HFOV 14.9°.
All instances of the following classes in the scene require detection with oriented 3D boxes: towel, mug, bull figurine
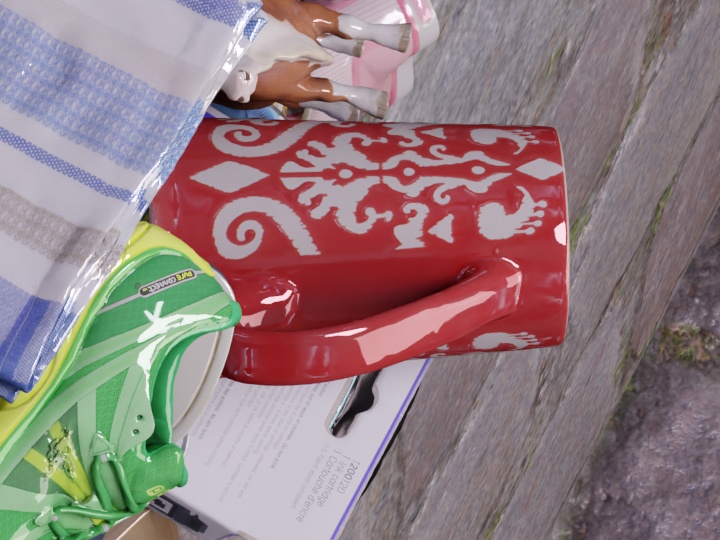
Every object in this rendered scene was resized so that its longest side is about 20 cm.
[{"bbox_3d":[-0.144,-0.063,1.098,0.201,0.146,0.024,-60,176,-21],"label":"towel"},{"bbox_3d":[0.000,0.005,1.336,0.134,0.198,0.178,92,-5,-54],"label":"mug"},{"bbox_3d":[-0.046,-0.109,1.375,0.200,0.121,0.066,-146,-111,-77],"label":"bull figurine"}]

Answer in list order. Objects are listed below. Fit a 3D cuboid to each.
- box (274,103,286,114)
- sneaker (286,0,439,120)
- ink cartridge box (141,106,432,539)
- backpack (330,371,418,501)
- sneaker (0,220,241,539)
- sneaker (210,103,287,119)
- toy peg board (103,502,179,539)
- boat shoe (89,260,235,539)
[{"bbox_3d":[-0.064,-0.103,1.554,0.042,0.038,0.201,-55,162,-43],"label":"box"},{"bbox_3d":[-0.021,-0.123,1.641,0.104,0.076,0.200,-31,178,-11],"label":"sneaker"},{"bbox_3d":[-0.068,0.033,1.430,0.199,0.199,0.043,-60,-179,-23],"label":"ink cartridge box"},{"bbox_3d":[-0.038,0.058,1.673,0.201,0.153,0.176,-55,167,-6],"label":"backpack"},{"bbox_3d":[-0.114,0.079,1.114,0.201,0.083,0.074,-61,180,0],"label":"sneaker"},{"bbox_3d":[-0.093,-0.007,1.529,0.090,0.078,0.201,-25,137,-65],"label":"sneaker"},{"bbox_3d":[-0.197,0.198,1.483,0.199,0.098,0.200,-44,158,-21],"label":"toy peg board"},{"bbox_3d":[-0.115,0.072,1.216,0.201,0.075,0.062,-60,178,18],"label":"boat shoe"}]
